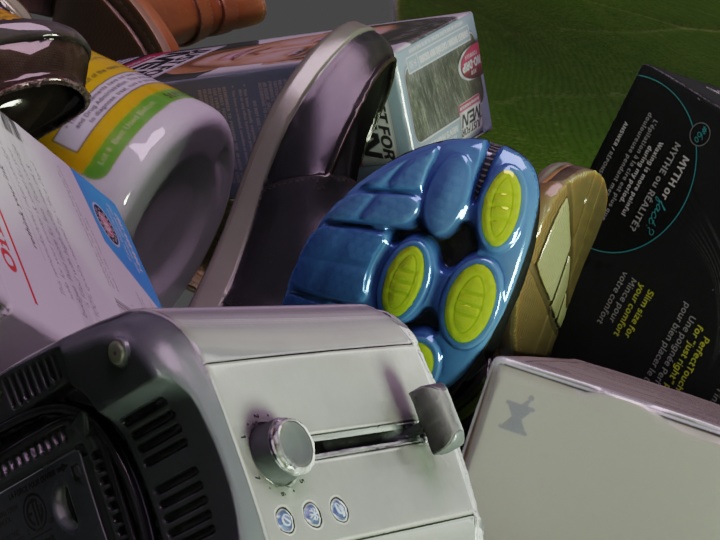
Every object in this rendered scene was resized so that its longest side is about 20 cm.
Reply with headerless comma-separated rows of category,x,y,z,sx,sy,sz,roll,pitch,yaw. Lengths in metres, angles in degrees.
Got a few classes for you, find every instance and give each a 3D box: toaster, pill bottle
toaster,-0.058,0.082,0.648,0.129,0.200,0.114,-5,70,-47
pill bottle,-0.166,-0.057,0.918,0.200,0.111,0.111,26,26,17

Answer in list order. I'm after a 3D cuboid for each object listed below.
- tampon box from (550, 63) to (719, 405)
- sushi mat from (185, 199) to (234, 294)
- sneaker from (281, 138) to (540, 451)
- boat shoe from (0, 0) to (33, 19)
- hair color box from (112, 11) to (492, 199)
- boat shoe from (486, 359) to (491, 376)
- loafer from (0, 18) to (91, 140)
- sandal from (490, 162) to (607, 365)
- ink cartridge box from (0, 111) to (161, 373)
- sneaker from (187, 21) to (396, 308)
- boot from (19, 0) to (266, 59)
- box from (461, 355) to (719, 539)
tampon box,0.192,0.028,0.905,0.126,0.150,0.200,8,24,-48
sushi mat,-0.028,0.009,0.989,0.200,0.012,0.096,25,26,18
sneaker,0.012,0.035,0.730,0.071,0.200,0.083,29,34,16
boat shoe,-0.264,-0.130,1.067,0.201,0.072,0.066,20,34,8
hair color box,-0.051,-0.072,0.985,0.200,0.061,0.099,-4,15,25
boat shoe,0.026,0.020,0.917,0.069,0.057,0.200,6,33,-11
loafer,-0.183,-0.024,0.813,0.071,0.200,0.073,57,-3,16
sandal,0.057,0.001,0.821,0.054,0.080,0.200,22,-4,6
ink cartridge box,-0.134,0.001,0.708,0.116,0.067,0.200,64,9,27
sneaker,0.000,0.000,0.851,0.106,0.200,0.075,18,-18,11
boot,-0.113,-0.144,1.189,0.155,0.074,0.200,0,32,-43
box,0.093,0.080,0.752,0.095,0.078,0.200,19,2,14
